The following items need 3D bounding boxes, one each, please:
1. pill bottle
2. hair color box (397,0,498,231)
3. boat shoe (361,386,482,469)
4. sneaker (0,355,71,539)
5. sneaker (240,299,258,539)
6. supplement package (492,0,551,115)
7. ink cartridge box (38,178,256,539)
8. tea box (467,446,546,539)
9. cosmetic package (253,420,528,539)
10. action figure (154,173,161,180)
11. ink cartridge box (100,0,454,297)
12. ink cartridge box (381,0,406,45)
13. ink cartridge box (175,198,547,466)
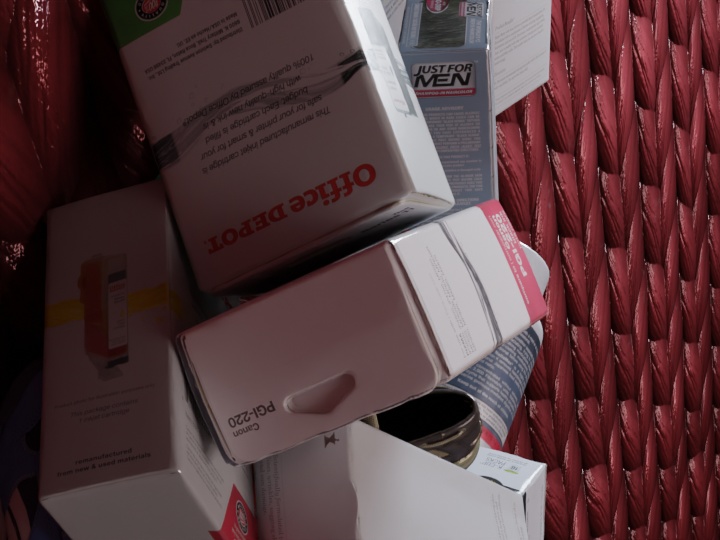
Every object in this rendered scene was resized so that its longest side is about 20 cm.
[{"bbox_3d":[0.094,0.073,1.452,0.201,0.119,0.120,-66,151,-24],"label":"pill bottle"},{"bbox_3d":[0.062,-0.070,1.100,0.099,0.060,0.202,-81,168,-61],"label":"hair color box"},{"bbox_3d":[-0.004,0.115,1.217,0.074,0.198,0.075,102,-24,-49],"label":"boat shoe"},{"bbox_3d":[-0.176,0.151,0.977,0.074,0.082,0.202,-2,97,-62],"label":"sneaker"},{"bbox_3d":[-0.072,0.099,1.073,0.077,0.084,0.201,81,-1,-56],"label":"sneaker"},{"bbox_3d":[0.074,-0.236,1.284,0.121,0.119,0.202,-35,131,-53],"label":"supplement package"},{"bbox_3d":[-0.122,0.072,0.963,0.146,0.083,0.201,65,15,-51],"label":"ink cartridge box"},{"bbox_3d":[0.015,0.222,1.261,0.197,0.198,0.135,-40,135,-53],"label":"tea box"},{"bbox_3d":[0.026,0.177,1.024,0.199,0.081,0.114,30,46,-45],"label":"cosmetic package"},{"bbox_3d":[-0.081,-0.039,1.131,0.200,0.054,0.119,24,76,-68],"label":"action figure"},{"bbox_3d":[-0.049,-0.101,0.963,0.083,0.146,0.202,8,61,-67],"label":"ink cartridge box"},{"bbox_3d":[-0.019,-0.218,1.138,0.146,0.087,0.201,-55,148,-40],"label":"ink cartridge box"},{"bbox_3d":[0.007,0.032,0.948,0.085,0.145,0.200,66,23,-1],"label":"ink cartridge box"}]
